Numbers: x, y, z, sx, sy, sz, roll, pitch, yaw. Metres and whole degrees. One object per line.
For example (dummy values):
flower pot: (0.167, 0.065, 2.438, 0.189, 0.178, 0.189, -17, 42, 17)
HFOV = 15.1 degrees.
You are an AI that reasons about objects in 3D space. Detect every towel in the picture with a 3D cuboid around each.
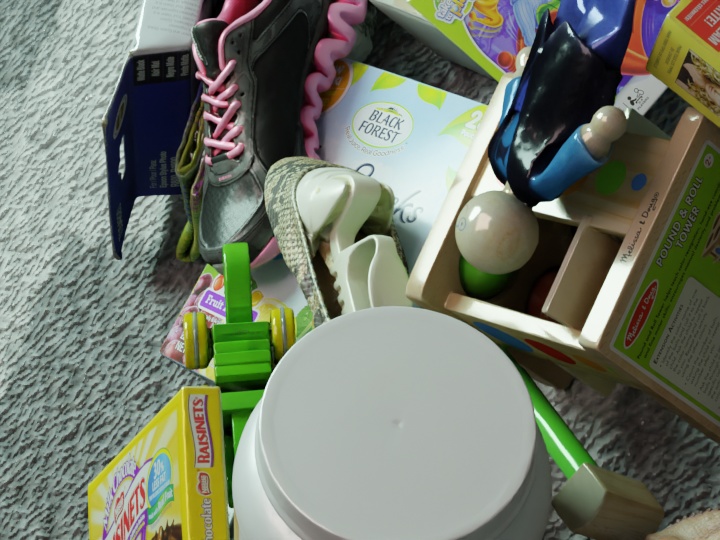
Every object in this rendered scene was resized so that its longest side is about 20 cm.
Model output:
towel: (-0.079, -0.116, 1.611, 0.023, 0.144, 0.201, 13, 72, 2)

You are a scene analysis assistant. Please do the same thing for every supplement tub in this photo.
supplement tub: (0.013, 0.121, 1.257, 0.144, 0.200, 0.145, 1, 57, -2)

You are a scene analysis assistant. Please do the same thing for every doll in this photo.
doll: (0.096, -0.092, 1.265, 0.136, 0.048, 0.201, -141, 70, -70)

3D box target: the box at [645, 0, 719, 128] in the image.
box: (0.229, -0.063, 1.223, 0.200, 0.050, 0.075, 41, 65, 14)

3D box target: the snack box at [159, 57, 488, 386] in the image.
snack box: (0.000, -0.007, 1.499, 0.168, 0.068, 0.201, 22, 81, 49)

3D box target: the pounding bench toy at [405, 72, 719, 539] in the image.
pounding bench toy: (0.107, 0.025, 1.329, 0.156, 0.124, 0.201, 15, 77, 48)

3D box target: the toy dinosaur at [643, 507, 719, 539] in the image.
toy dinosaur: (0.139, 0.169, 1.244, 0.135, 0.086, 0.200, 13, 69, 55)

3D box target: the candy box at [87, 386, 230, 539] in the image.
candy box: (-0.107, 0.135, 1.412, 0.200, 0.026, 0.103, 135, 136, -63)

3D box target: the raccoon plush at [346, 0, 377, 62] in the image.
raccoon plush: (0.041, -0.226, 1.615, 0.133, 0.097, 0.201, -6, 91, 26)

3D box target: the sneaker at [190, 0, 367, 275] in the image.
sneaker: (-0.065, -0.096, 1.499, 0.079, 0.095, 0.201, -9, 59, 43)

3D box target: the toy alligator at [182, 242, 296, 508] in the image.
toy alligator: (-0.059, 0.084, 1.422, 0.059, 0.054, 0.201, -4, 67, -3)

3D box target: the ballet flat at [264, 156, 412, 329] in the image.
ballet flat: (0.000, 0.000, 1.390, 0.075, 0.068, 0.201, 111, 151, -48)

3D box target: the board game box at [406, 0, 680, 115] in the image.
board game box: (0.139, -0.173, 1.420, 0.200, 0.134, 0.045, -50, 0, 9)

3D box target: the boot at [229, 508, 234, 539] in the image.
boot: (-0.053, 0.135, 1.459, 0.200, 0.070, 0.132, -38, 44, 21)

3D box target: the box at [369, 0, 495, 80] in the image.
box: (0.101, -0.209, 1.519, 0.095, 0.078, 0.200, 26, 85, 48)

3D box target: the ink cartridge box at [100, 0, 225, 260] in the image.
ink cartridge box: (-0.108, -0.129, 1.609, 0.040, 0.200, 0.201, 12, 68, 2)
